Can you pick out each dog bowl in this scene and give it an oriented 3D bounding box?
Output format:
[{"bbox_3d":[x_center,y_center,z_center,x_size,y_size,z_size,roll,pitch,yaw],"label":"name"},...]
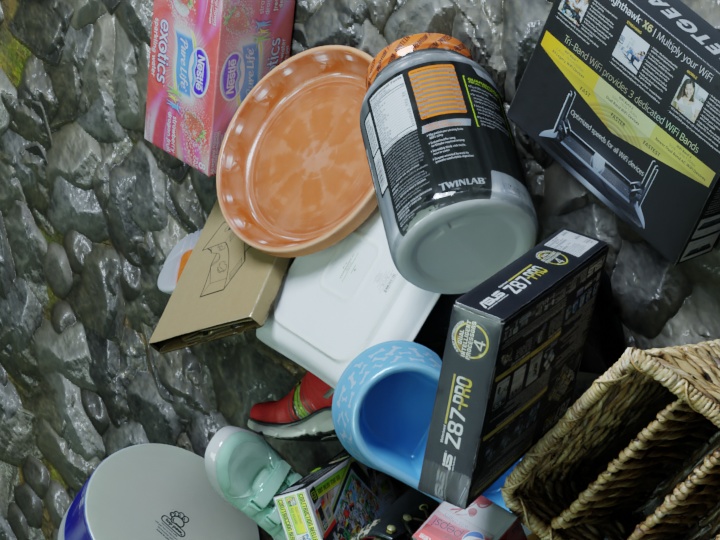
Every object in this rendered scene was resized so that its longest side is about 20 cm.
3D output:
[{"bbox_3d":[0.071,0.139,1.649,0.112,0.199,0.050,-59,11,3],"label":"dog bowl"},{"bbox_3d":[-0.207,0.281,2.054,0.201,0.199,0.079,53,134,19],"label":"dog bowl"}]

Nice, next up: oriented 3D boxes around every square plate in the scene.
[{"bbox_3d":[0.000,0.000,1.736,0.198,0.028,0.201,30,89,53],"label":"square plate"}]

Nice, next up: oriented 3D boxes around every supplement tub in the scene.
[{"bbox_3d":[0.067,-0.091,1.626,0.123,0.122,0.201,121,148,-42],"label":"supplement tub"}]

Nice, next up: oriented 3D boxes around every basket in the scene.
[{"bbox_3d":[0.232,0.163,1.535,0.200,0.148,0.143,-50,60,36],"label":"basket"}]

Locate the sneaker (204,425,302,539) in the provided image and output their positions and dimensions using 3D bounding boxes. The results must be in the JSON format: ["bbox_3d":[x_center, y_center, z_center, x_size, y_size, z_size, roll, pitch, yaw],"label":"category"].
[{"bbox_3d":[-0.060,0.223,1.920,0.118,0.074,0.201,8,147,47],"label":"sneaker"}]

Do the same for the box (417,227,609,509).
[{"bbox_3d":[0.120,0.071,1.531,0.049,0.200,0.162,19,117,23],"label":"box"}]

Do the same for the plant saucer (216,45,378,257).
[{"bbox_3d":[-0.042,-0.105,1.783,0.199,0.032,0.202,-17,60,31],"label":"plant saucer"}]

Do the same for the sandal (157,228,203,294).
[{"bbox_3d":[-0.112,-0.007,1.939,0.206,0.080,0.059,-16,130,36],"label":"sandal"}]

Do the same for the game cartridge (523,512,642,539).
[{"bbox_3d":[0.222,0.269,1.701,0.199,0.040,0.134,9,114,46],"label":"game cartridge"}]

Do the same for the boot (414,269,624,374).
[{"bbox_3d":[0.138,0.073,1.701,0.199,0.066,0.166,-5,126,34],"label":"boot"}]

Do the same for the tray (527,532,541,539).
[{"bbox_3d":[0.145,0.292,1.742,0.200,0.037,0.099,-42,72,48],"label":"tray"}]

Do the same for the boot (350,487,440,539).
[{"bbox_3d":[0.084,0.207,1.732,0.074,0.153,0.203,55,138,1],"label":"boot"}]

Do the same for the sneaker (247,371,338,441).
[{"bbox_3d":[-0.035,0.120,1.917,0.199,0.077,0.086,-13,74,48],"label":"sneaker"}]

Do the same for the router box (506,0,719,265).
[{"bbox_3d":[0.219,-0.129,1.538,0.200,0.052,0.158,45,133,27],"label":"router box"}]

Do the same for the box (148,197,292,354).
[{"bbox_3d":[-0.111,-0.020,1.858,0.021,0.201,0.163,39,147,-28],"label":"box"}]

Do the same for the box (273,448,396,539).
[{"bbox_3d":[-0.014,0.231,1.828,0.034,0.200,0.111,-18,92,20],"label":"box"}]

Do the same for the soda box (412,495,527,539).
[{"bbox_3d":[0.110,0.267,1.631,0.070,0.063,0.201,25,151,39],"label":"soda box"}]

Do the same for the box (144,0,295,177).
[{"bbox_3d":[-0.131,-0.204,1.866,0.102,0.094,0.201,31,125,36],"label":"box"}]
